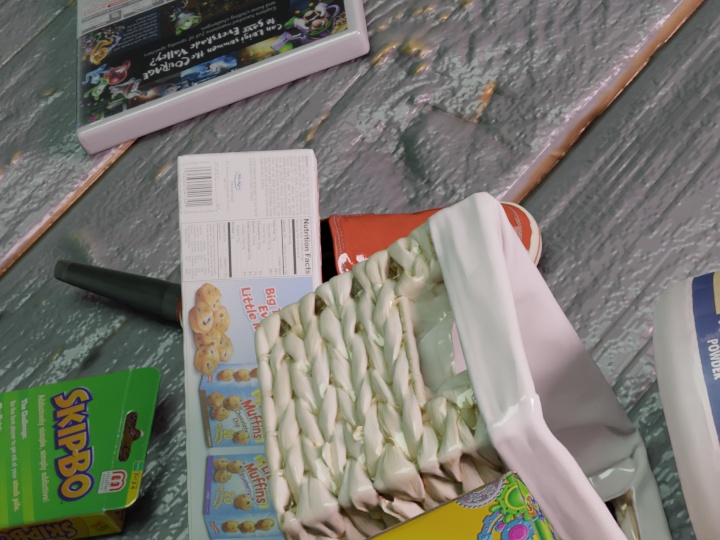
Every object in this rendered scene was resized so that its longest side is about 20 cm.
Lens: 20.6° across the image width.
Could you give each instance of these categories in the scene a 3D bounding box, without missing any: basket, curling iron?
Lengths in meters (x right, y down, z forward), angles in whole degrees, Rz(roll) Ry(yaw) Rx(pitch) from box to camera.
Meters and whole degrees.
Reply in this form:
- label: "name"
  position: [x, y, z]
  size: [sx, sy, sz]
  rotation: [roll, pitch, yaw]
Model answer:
- label: "basket"
  position: [0.049, 0.090, 0.864]
  size: [0.123, 0.200, 0.136]
  rotation: [-23, 43, 13]
- label: "curling iron"
  position: [-0.094, 0.013, 1.133]
  size: [0.199, 0.026, 0.050]
  rotation: [5, 57, 30]

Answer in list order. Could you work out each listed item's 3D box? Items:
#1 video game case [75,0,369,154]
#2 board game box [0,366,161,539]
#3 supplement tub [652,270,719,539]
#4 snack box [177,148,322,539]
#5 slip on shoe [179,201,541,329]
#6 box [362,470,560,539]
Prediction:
- label: "video game case"
  position: [-0.096, -0.173, 1.311]
  size: [0.199, 0.023, 0.183]
  rotation: [-19, 44, 11]
- label: "board game box"
  position: [-0.202, 0.111, 1.101]
  size: [0.199, 0.030, 0.096]
  rotation: [-13, 46, 21]
- label: "supplement tub"
  position: [0.236, 0.053, 0.835]
  size: [0.199, 0.145, 0.145]
  rotation: [-15, 45, 16]
- label: "snack box"
  position: [-0.054, 0.040, 1.001]
  size: [0.071, 0.024, 0.202]
  rotation: [-3, 80, 1]
- label: "slip on shoe"
  position: [0.000, 0.000, 1.050]
  size: [0.198, 0.061, 0.075]
  rotation: [-11, 58, -3]
- label: "box"
  position: [0.062, 0.222, 0.730]
  size: [0.121, 0.201, 0.193]
  rotation: [-25, 42, 5]
